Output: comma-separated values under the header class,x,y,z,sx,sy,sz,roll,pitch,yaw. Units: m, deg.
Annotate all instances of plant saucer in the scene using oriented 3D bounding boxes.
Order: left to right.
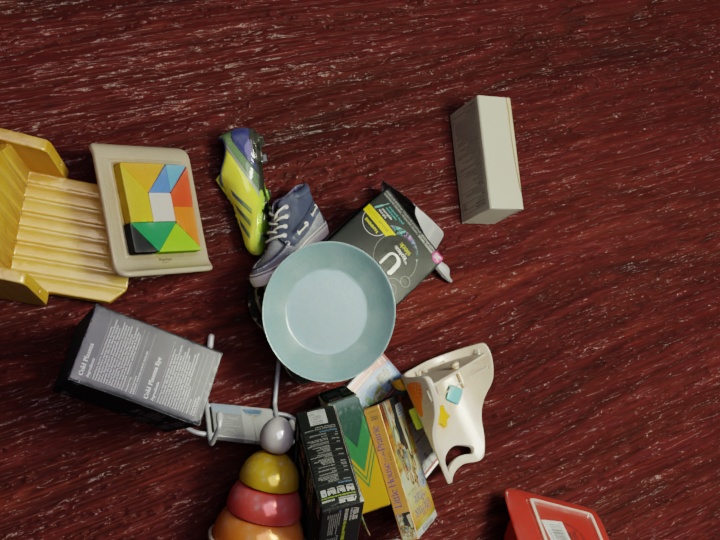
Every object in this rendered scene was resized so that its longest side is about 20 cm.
class,x,y,z,sx,sy,sz,roll,pitch,yaw
plant saucer,-0.048,0.060,1.411,0.197,0.039,0.206,0,89,-10

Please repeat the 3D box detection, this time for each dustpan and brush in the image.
class,x,y,z,sx,sy,sz,roll,pitch,yaw
dustpan and brush,0.106,-0.054,1.609,0.057,0.140,0.199,-49,121,2

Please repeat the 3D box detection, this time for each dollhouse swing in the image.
class,x,y,z,sx,sy,sz,roll,pitch,yaw
dollhouse swing,-0.414,-0.063,1.337,0.172,0.182,0.204,6,74,-2

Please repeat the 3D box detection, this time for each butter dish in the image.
class,x,y,z,sx,sy,sz,roll,pitch,yaw
butter dish,0.308,0.479,1.559,0.196,0.149,0.201,18,29,-20

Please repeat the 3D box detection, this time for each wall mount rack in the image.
class,x,y,z,sx,sy,sz,roll,pitch,yaw
wall mount rack,-0.171,0.188,1.441,0.196,0.075,0.175,10,37,-23

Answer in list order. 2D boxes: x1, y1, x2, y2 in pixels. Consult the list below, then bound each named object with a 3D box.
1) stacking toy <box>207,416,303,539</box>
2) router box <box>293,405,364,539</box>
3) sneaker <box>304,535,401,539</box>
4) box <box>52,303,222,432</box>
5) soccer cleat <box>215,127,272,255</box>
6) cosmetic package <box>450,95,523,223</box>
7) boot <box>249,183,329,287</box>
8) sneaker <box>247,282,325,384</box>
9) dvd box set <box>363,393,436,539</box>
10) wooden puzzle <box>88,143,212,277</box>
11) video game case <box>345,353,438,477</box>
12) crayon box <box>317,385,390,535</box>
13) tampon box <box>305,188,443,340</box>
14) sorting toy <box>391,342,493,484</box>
class,x,y,z,sx,sy,sz,roll,pitch,yaw
stacking toy,-0.128,0.306,1.357,0.143,0.146,0.204,11,97,-22
router box,-0.049,0.310,1.354,0.061,0.202,0.152,-10,52,-14
sneaker,0.005,0.439,1.464,0.199,0.075,0.105,36,51,-5
box,-0.308,0.139,1.313,0.179,0.199,0.106,22,71,-19
soccer cleat,-0.185,-0.123,1.519,0.082,0.065,0.205,-6,86,8
cosmetic package,0.220,-0.192,1.688,0.072,0.103,0.205,-1,79,-25
boot,-0.124,-0.056,1.485,0.092,0.072,0.200,65,34,-17
sneaker,-0.115,0.094,1.488,0.076,0.089,0.202,-25,69,-6
dvd box set,0.063,0.296,1.469,0.029,0.146,0.204,-18,84,15
wooden puzzle,-0.302,-0.093,1.419,0.184,0.037,0.204,-5,77,-53
video game case,0.050,0.251,1.554,0.201,0.017,0.143,49,64,-8
crayon box,-0.007,0.282,1.448,0.050,0.127,0.204,-17,93,-9
tampon box,0.000,0.000,1.528,0.200,0.126,0.150,-43,96,-26
sorting toy,0.142,0.235,1.538,0.199,0.106,0.184,-18,92,-54
